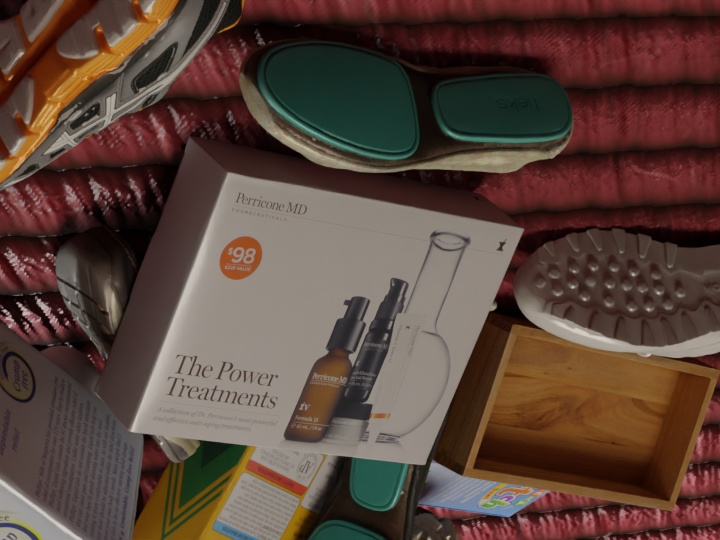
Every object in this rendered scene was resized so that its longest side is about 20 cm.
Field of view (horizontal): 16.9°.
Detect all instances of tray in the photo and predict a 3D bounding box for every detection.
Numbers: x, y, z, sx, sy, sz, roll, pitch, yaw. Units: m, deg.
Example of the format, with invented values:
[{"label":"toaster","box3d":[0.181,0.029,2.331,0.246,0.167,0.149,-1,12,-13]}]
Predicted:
[{"label":"tray","box3d":[0.139,0.090,1.540,0.199,0.037,0.099,13,98,-41]}]

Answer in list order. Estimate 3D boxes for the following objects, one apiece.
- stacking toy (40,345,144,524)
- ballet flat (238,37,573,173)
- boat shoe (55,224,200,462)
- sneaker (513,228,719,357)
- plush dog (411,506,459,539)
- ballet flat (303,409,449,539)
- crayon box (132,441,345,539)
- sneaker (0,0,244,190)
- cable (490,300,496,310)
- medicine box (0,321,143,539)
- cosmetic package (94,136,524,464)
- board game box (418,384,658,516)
[{"label":"stacking toy","box3d":[-0.181,0.125,1.439,0.145,0.147,0.201,-6,137,-16]},{"label":"ballet flat","box3d":[0.018,-0.071,1.209,0.199,0.068,0.062,5,157,-32]},{"label":"boat shoe","box3d":[-0.112,0.029,1.344,0.073,0.075,0.200,-37,151,-12]},{"label":"sneaker","box3d":[0.171,0.024,1.457,0.199,0.077,0.080,4,157,-29]},{"label":"plush dog","box3d":[-0.041,0.244,1.585,0.199,0.162,0.172,-1,-169,23]},{"label":"ballet flat","box3d":[0.011,0.151,1.474,0.068,0.068,0.201,7,107,-66]},{"label":"crayon box","box3d":[-0.071,0.149,1.465,0.201,0.051,0.126,-61,145,-3]},{"label":"sneaker","box3d":[-0.133,-0.086,1.097,0.199,0.079,0.077,-31,158,31]},{"label":"cable","box3d":[0.000,0.000,1.347,0.097,0.051,0.199,-36,146,26]},{"label":"medicine box","box3d":[-0.251,0.110,1.309,0.182,0.103,0.200,-30,127,27]},{"label":"cosmetic package","box3d":[-0.025,0.020,1.293,0.199,0.052,0.152,9,109,-37]},{"label":"board game box","box3d":[0.076,0.110,1.605,0.199,0.037,0.151,13,142,-41]}]
